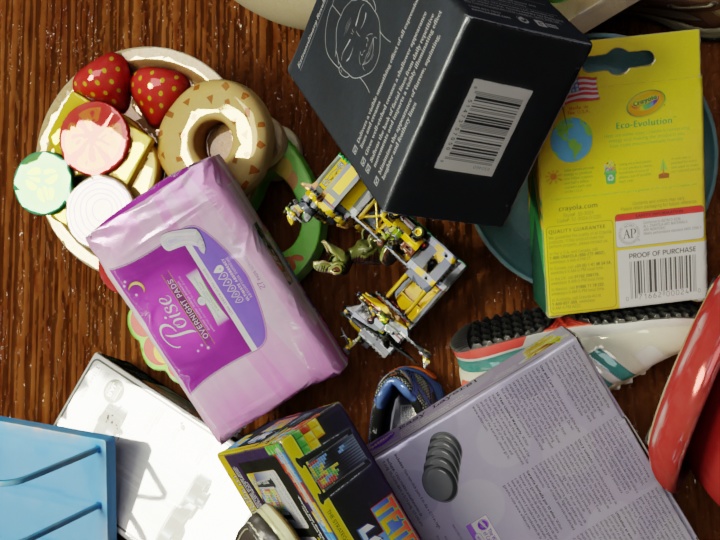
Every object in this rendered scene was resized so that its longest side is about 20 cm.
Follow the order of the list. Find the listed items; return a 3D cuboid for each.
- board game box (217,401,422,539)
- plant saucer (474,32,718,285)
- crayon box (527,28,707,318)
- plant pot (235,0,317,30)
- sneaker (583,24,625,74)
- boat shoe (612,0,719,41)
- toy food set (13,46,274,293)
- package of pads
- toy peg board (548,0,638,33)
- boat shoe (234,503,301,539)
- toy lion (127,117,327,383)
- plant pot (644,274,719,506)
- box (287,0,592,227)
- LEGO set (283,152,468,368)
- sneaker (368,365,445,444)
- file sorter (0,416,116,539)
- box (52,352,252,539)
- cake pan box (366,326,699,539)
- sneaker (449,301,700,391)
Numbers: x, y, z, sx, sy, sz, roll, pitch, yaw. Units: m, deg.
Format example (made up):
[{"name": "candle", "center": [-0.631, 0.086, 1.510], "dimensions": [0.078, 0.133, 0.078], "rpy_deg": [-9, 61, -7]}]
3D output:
[{"name": "board game box", "center": [-0.012, 0.199, 0.892], "dimensions": [0.057, 0.165, 0.201], "rpy_deg": [-31, 92, -23]}, {"name": "plant saucer", "center": [0.174, -0.083, 0.957], "dimensions": [0.198, 0.036, 0.202], "rpy_deg": [-1, 105, -4]}, {"name": "crayon box", "center": [0.188, -0.073, 0.916], "dimensions": [0.126, 0.051, 0.202], "rpy_deg": [-6, 105, -3]}, {"name": "plant pot", "center": [-0.021, -0.271, 0.994], "dimensions": [0.200, 0.200, 0.135], "rpy_deg": [-42, 57, 4]}, {"name": "sneaker", "center": [0.136, -0.190, 1.006], "dimensions": [0.200, 0.077, 0.111], "rpy_deg": [45, 99, 16]}, {"name": "boat shoe", "center": [0.218, -0.243, 0.996], "dimensions": [0.199, 0.074, 0.076], "rpy_deg": [14, 82, 19]}, {"name": "toy food set", "center": [-0.179, -0.085, 1.018], "dimensions": [0.199, 0.049, 0.199], "rpy_deg": [30, 94, 10]}, {"name": "package of pads", "center": [-0.110, 0.023, 0.960], "dimensions": [0.120, 0.076, 0.201], "rpy_deg": [-31, 97, 7]}, {"name": "toy peg board", "center": [0.171, -0.293, 0.946], "dimensions": [0.198, 0.098, 0.200], "rpy_deg": [-31, 40, -2]}, {"name": "boat shoe", "center": [-0.077, 0.239, 0.915], "dimensions": [0.065, 0.201, 0.073], "rpy_deg": [-29, 62, -24]}, {"name": "toy lion", "center": [-0.114, -0.006, 1.057], "dimensions": [0.199, 0.069, 0.193], "rpy_deg": [-28, 79, 9]}, {"name": "plant pot", "center": [0.306, 0.092, 0.832], "dimensions": [0.182, 0.200, 0.201], "rpy_deg": [25, 86, 22]}, {"name": "box", "center": [0.048, -0.150, 0.884], "dimensions": [0.200, 0.106, 0.149], "rpy_deg": [58, 134, 45]}, {"name": "LEGO set", "center": [0.000, 0.000, 0.958], "dimensions": [0.154, 0.200, 0.116], "rpy_deg": [41, 93, -3]}, {"name": "sneaker", "center": [0.034, 0.170, 0.960], "dimensions": [0.075, 0.078, 0.201], "rpy_deg": [-13, 75, 14]}, {"name": "file sorter", "center": [-0.284, 0.233, 0.978], "dimensions": [0.138, 0.123, 0.202], "rpy_deg": [5, 101, 27]}, {"name": "box", "center": [-0.162, 0.168, 1.029], "dimensions": [0.199, 0.060, 0.117], "rpy_deg": [28, 87, 21]}, {"name": "cake pan box", "center": [0.125, 0.171, 0.901], "dimensions": [0.184, 0.052, 0.201], "rpy_deg": [-32, 96, 3]}, {"name": "sneaker", "center": [0.172, 0.076, 0.955], "dimensions": [0.198, 0.070, 0.094], "rpy_deg": [-9, 106, 3]}]
